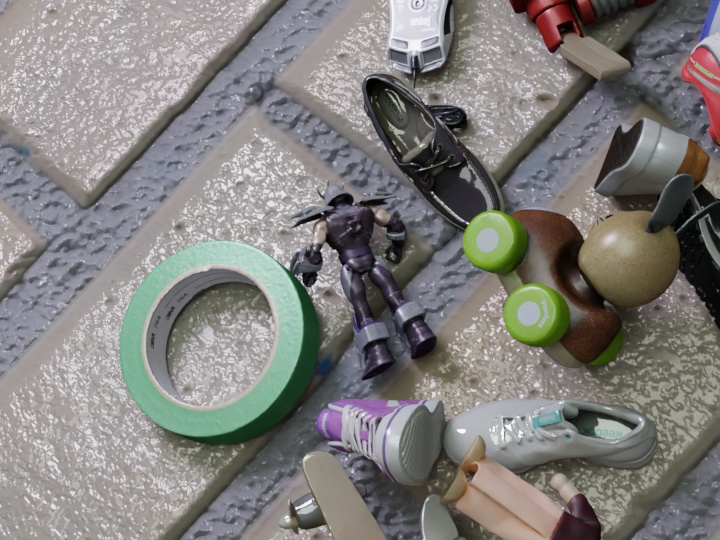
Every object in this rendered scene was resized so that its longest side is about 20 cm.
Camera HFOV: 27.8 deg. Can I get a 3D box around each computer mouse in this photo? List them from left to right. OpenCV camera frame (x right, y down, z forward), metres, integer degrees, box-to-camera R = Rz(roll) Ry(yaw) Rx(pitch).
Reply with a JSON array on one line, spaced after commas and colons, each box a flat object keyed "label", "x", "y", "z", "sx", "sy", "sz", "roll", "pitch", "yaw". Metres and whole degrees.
[{"label": "computer mouse", "x": 0.066, "y": -0.242, "z": 1.535, "sx": 0.109, "sy": 0.044, "sz": 0.201, "roll": 2, "pitch": 76, "yaw": 19}]

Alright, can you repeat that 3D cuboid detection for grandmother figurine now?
[{"label": "grandmother figurine", "x": 0.170, "y": 0.235, "z": 1.296, "sx": 0.200, "sy": 0.061, "sz": 0.121, "roll": 31, "pitch": 67, "yaw": 3}]

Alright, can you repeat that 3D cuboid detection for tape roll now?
[{"label": "tape roll", "x": -0.142, "y": 0.071, "z": 1.453, "sx": 0.200, "sy": 0.048, "sz": 0.201, "roll": -5, "pitch": 73, "yaw": 18}]

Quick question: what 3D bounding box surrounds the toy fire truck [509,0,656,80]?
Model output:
[{"label": "toy fire truck", "x": 0.246, "y": -0.280, "z": 1.471, "sx": 0.176, "sy": 0.129, "sz": 0.201, "roll": -21, "pitch": 78, "yaw": 5}]

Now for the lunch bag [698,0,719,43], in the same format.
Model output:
[{"label": "lunch bag", "x": 0.445, "y": -0.279, "z": 1.415, "sx": 0.170, "sy": 0.124, "sz": 0.200, "roll": 27, "pitch": 94, "yaw": 21}]

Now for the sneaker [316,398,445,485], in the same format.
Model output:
[{"label": "sneaker", "x": 0.009, "y": 0.153, "z": 1.317, "sx": 0.114, "sy": 0.200, "sz": 0.073, "roll": 3, "pitch": 88, "yaw": 10}]

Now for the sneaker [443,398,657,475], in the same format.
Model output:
[{"label": "sneaker", "x": 0.170, "y": 0.144, "z": 1.338, "sx": 0.199, "sy": 0.089, "sz": 0.075, "roll": -5, "pitch": 70, "yaw": 12}]

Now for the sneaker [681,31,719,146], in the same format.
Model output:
[{"label": "sneaker", "x": 0.384, "y": -0.137, "z": 1.407, "sx": 0.085, "sy": 0.077, "sz": 0.200, "roll": -41, "pitch": 77, "yaw": 42}]

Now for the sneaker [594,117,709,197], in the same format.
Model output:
[{"label": "sneaker", "x": 0.273, "y": -0.093, "z": 1.360, "sx": 0.084, "sy": 0.200, "sz": 0.073, "roll": 21, "pitch": 92, "yaw": -2}]

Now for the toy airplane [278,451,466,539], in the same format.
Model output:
[{"label": "toy airplane", "x": 0.007, "y": 0.285, "z": 1.314, "sx": 0.199, "sy": 0.141, "sz": 0.200, "roll": 24, "pitch": 62, "yaw": -17}]

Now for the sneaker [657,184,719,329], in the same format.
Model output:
[{"label": "sneaker", "x": 0.354, "y": -0.017, "z": 1.375, "sx": 0.087, "sy": 0.076, "sz": 0.200, "roll": -14, "pitch": 61, "yaw": -17}]

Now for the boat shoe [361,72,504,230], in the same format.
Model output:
[{"label": "boat shoe", "x": 0.066, "y": -0.118, "z": 1.456, "sx": 0.072, "sy": 0.065, "sz": 0.200, "roll": -39, "pitch": 78, "yaw": 16}]

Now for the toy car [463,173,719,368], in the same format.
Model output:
[{"label": "toy car", "x": 0.226, "y": -0.022, "z": 1.315, "sx": 0.200, "sy": 0.164, "sz": 0.158, "roll": -36, "pitch": 65, "yaw": 20}]

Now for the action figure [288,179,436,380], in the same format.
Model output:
[{"label": "action figure", "x": 0.000, "y": 0.000, "z": 1.433, "sx": 0.130, "sy": 0.069, "sz": 0.200, "roll": -19, "pitch": 76, "yaw": -13}]
